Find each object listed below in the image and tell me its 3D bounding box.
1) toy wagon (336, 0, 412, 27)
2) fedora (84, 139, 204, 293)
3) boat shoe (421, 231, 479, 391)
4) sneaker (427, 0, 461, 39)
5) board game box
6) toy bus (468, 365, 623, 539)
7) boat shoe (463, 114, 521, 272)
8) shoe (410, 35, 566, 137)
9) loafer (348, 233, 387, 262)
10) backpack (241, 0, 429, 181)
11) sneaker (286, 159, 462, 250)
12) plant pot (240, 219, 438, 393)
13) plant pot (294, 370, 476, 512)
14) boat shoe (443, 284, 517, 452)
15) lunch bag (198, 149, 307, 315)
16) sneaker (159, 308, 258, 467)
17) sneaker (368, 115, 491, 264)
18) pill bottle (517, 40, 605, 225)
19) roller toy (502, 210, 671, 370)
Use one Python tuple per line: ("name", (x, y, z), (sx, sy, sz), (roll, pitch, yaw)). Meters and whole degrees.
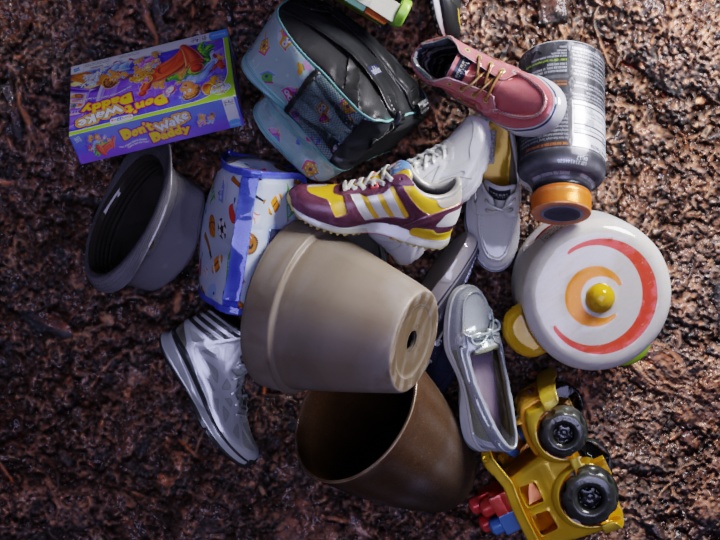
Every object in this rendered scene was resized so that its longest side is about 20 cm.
("toy wagon", (-0.016, -0.326, 1.371), (0.153, 0.200, 0.040), (28, 100, -6))
("fedora", (-0.249, -0.057, 1.447), (0.090, 0.176, 0.203), (26, 89, -35))
("boat shoe", (0.114, 0.056, 1.508), (0.092, 0.075, 0.202), (29, 105, -11))
("sneaker", (0.118, -0.377, 1.433), (0.088, 0.070, 0.204), (-8, 97, 3))
("board game box", (-0.242, -0.207, 1.419), (0.196, 0.136, 0.045), (-14, 136, 0))
("toy bus", (0.215, 0.250, 1.514), (0.190, 0.136, 0.202), (-24, 97, 13))
("boat shoe", (0.167, -0.096, 1.479), (0.070, 0.070, 0.204), (1, 99, -2))
("shoe", (0.143, -0.214, 1.389), (0.090, 0.199, 0.072), (20, 99, -42))
("loafer", (0.000, 0.000, 1.490), (0.069, 0.070, 0.204), (-5, 99, -1))
("backpack", (-0.042, -0.214, 1.403), (0.153, 0.175, 0.201), (-41, 86, 33))
("sneaker", (0.017, -0.088, 1.352), (0.196, 0.075, 0.091), (9, 120, -14))
("plant pot", (-0.013, 0.059, 1.360), (0.171, 0.199, 0.204), (16, 100, 28))
("plant pot", (0.052, 0.213, 1.470), (0.187, 0.187, 0.200), (-46, 127, 6))
("boat shoe", (0.150, 0.118, 1.449), (0.074, 0.064, 0.206), (-7, 90, -38))
("lunch bag", (-0.129, -0.045, 1.414), (0.122, 0.200, 0.173), (9, 98, -3))
("sneaker", (-0.157, 0.140, 1.506), (0.114, 0.076, 0.202), (-30, 96, 5))
("sneaker", (0.074, -0.106, 1.418), (0.099, 0.078, 0.201), (31, 100, -25))
("pill bottle", (0.236, -0.158, 1.415), (0.104, 0.106, 0.204), (5, 71, -2))
("roller toy", (0.278, 0.023, 1.466), (0.196, 0.140, 0.186), (9, 98, -2))
